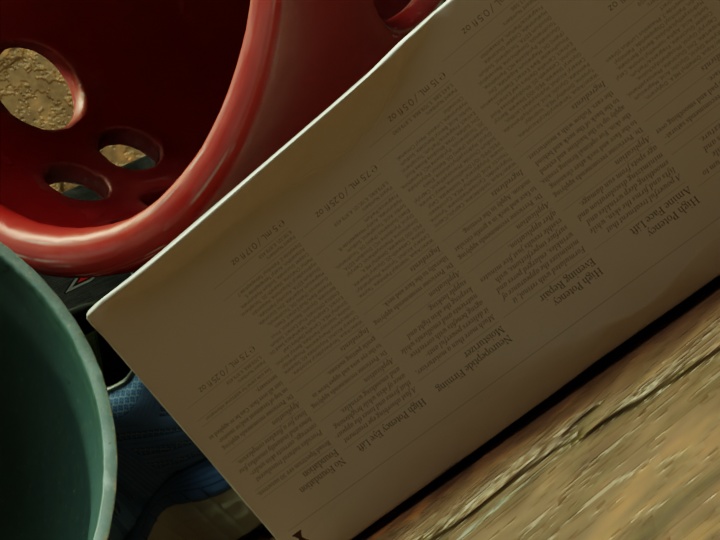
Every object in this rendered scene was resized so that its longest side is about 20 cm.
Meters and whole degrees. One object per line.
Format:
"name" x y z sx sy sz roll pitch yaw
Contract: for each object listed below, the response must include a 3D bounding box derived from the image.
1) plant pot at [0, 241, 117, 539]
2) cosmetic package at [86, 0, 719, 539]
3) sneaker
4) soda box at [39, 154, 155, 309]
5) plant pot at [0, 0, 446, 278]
"plant pot" -0.169 0.091 0.651 0.200 0.200 0.134 -42 -23 -30
"cosmetic package" 0.036 -0.020 0.510 0.200 0.083 0.051 -38 1 31
"sneaker" -0.075 0.054 0.734 0.200 0.089 0.079 -39 2 45
"soda box" -0.078 0.009 0.800 0.200 0.063 0.071 -25 -29 -21
"plant pot" -0.036 -0.105 0.708 0.182 0.201 0.200 -8 -23 -49
